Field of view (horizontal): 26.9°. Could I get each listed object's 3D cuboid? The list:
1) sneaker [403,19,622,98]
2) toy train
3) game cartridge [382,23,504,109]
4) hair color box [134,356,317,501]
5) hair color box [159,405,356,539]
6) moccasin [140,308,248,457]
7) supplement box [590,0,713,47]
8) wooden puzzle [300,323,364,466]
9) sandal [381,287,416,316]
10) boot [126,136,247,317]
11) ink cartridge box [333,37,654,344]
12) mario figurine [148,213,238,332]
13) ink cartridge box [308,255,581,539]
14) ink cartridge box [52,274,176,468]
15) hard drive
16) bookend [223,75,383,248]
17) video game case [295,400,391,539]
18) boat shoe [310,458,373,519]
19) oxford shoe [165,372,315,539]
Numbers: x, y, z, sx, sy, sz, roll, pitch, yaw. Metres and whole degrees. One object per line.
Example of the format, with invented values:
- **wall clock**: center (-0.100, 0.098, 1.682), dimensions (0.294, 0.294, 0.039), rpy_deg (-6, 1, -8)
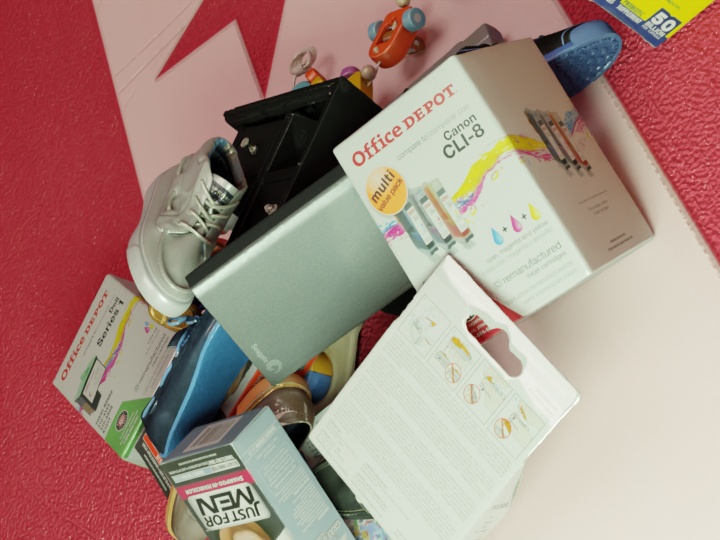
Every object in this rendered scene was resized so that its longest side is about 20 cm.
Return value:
- **sneaker**: center (0.129, -0.176, 1.331), dimensions (0.200, 0.070, 0.078), rpy_deg (-29, 59, 8)
- **toy train**: center (-0.007, -0.197, 1.554), dimensions (0.200, 0.056, 0.151), rpy_deg (-14, 47, 49)
- **game cartridge**: center (0.072, -0.131, 1.443), dimensions (0.200, 0.038, 0.130), rpy_deg (-39, 42, 30)
- **hair color box**: center (-0.130, 0.125, 1.447), dimensions (0.200, 0.061, 0.102), rpy_deg (-58, 43, 13)
- **hair color box**: center (-0.075, 0.222, 1.301), dimensions (0.099, 0.200, 0.061), rpy_deg (-20, 18, 42)
- **moccasin**: center (-0.152, 0.076, 1.378), dimensions (0.068, 0.080, 0.200), rpy_deg (39, 104, 33)
- **supplement box**: center (0.272, -0.302, 1.240), dimensions (0.200, 0.109, 0.110), rpy_deg (-40, 45, 28)
- **wooden puzzle**: center (-0.084, 0.143, 1.466), dimensions (0.185, 0.046, 0.201), rpy_deg (-9, 64, 46)
- **sandal**: center (0.000, 0.000, 1.422), dimensions (0.200, 0.045, 0.075), rpy_deg (8, 92, 41)
- **boot**: center (-0.154, -0.049, 1.375), dimensions (0.096, 0.073, 0.200), rpy_deg (-40, 31, 24)
- **ink cartridge box**: center (0.107, -0.063, 1.211), dimensions (0.145, 0.145, 0.200), rpy_deg (-35, 83, 33)
- **mario figurine**: center (-0.143, 0.006, 1.525), dimensions (0.124, 0.106, 0.200), rpy_deg (-50, -3, 14)
- **ink cartridge box**: center (0.068, 0.114, 1.172), dimensions (0.162, 0.050, 0.200), rpy_deg (48, 111, 27)
- **ink cartridge box**: center (-0.234, 0.110, 1.624), dimensions (0.200, 0.084, 0.145), rpy_deg (32, 96, 52)
- **hard drive**: center (-0.035, -0.003, 1.316), dimensions (0.200, 0.140, 0.033), rpy_deg (-36, 38, 1)
- **bookend**: center (-0.082, -0.067, 1.456), dimensions (0.200, 0.092, 0.199), rpy_deg (-7, 53, 52)
- **video game case**: center (0.038, 0.150, 1.317), dimensions (0.200, 0.018, 0.143), rpy_deg (-41, 61, 28)
- **boat shoe**: center (0.023, 0.172, 1.273), dimensions (0.200, 0.068, 0.072), rpy_deg (-13, 79, 39)
- **oxford shoe**: center (-0.112, 0.184, 1.373), dimensions (0.200, 0.071, 0.073), rpy_deg (-54, 30, 18)
